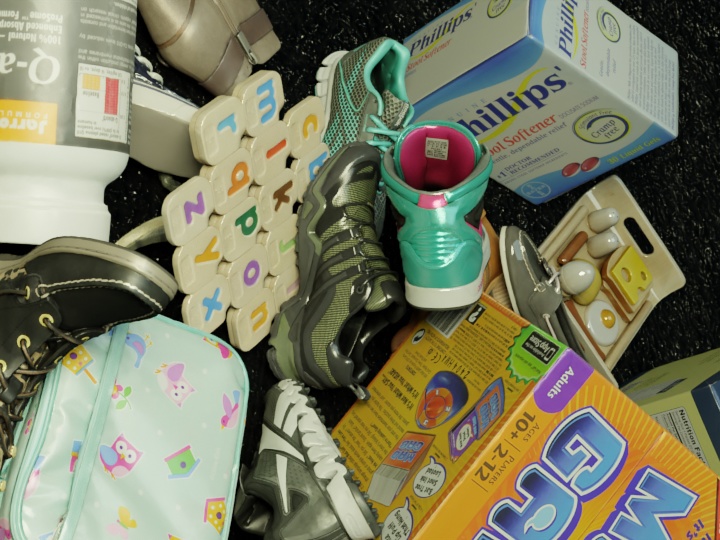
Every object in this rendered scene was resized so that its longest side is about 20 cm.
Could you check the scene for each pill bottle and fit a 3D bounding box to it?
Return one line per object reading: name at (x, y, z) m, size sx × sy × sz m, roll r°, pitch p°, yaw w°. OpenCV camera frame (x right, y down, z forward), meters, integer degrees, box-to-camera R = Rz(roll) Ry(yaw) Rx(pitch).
pill bottle at (-0.206, -0.117, 0.832) m, size 0.116 × 0.116 × 0.201 m, roll 3°, pitch 91°, yaw -41°

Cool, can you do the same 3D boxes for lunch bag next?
lunch bag at (-0.162, 0.124, 0.857) m, size 0.160 × 0.077 × 0.201 m, roll 27°, pitch 55°, yaw -31°

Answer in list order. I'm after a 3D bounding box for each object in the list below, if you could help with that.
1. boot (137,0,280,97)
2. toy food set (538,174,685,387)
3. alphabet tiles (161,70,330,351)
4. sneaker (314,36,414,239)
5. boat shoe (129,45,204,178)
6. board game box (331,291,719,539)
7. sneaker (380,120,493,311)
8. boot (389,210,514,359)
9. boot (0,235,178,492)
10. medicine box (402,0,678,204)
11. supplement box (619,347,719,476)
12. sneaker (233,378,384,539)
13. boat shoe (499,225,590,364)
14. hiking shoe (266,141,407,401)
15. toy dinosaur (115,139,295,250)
boot at (-0.119, -0.239, 1.066) m, size 0.146 × 0.070 × 0.200 m, roll 49°, pitch 48°, yaw -23°
toy food set at (0.251, 0.009, 1.284) m, size 0.144 × 0.060 × 0.200 m, roll 54°, pitch 47°, yaw -9°
alphabet tiles at (-0.080, -0.043, 0.964) m, size 0.196 × 0.015 × 0.201 m, roll -43°, pitch 136°, yaw -44°
sneaker at (0.005, -0.116, 1.098) m, size 0.077 × 0.091 × 0.201 m, roll 16°, pitch 63°, yaw -35°
boat shoe at (-0.175, -0.145, 0.949) m, size 0.199 × 0.075 × 0.093 m, roll 23°, pitch 55°, yaw -20°
board game box at (0.113, 0.160, 0.947) m, size 0.200 × 0.200 × 0.200 m, roll 39°, pitch 90°, yaw -22°
sneaker at (0.059, -0.058, 0.982) m, size 0.200 × 0.083 × 0.121 m, roll -84°, pitch 172°, yaw -71°
boot at (0.067, -0.008, 1.109) m, size 0.200 × 0.077 × 0.156 m, roll -21°, pitch 93°, yaw -50°
boot at (-0.206, 0.061, 0.772) m, size 0.073 × 0.199 × 0.151 m, roll 46°, pitch 51°, yaw -44°
medicine box at (0.165, -0.172, 1.199) m, size 0.200 × 0.182 × 0.103 m, roll 26°, pitch 56°, yaw -31°
supplement box at (0.313, 0.159, 1.178) m, size 0.200 × 0.199 × 0.135 m, roll -21°, pitch 87°, yaw -44°
sneaker at (-0.055, 0.142, 0.910) m, size 0.090 × 0.200 × 0.067 m, roll -29°, pitch 117°, yaw -5°
boat shoe at (0.175, 0.043, 1.158) m, size 0.067 × 0.057 × 0.201 m, roll -69°, pitch 145°, yaw -57°
hiking shoe at (0.000, 0.000, 1.001) m, size 0.076 × 0.100 × 0.201 m, roll 20°, pitch 83°, yaw -61°
toy dinosaur at (-0.117, -0.053, 0.998) m, size 0.199 × 0.047 × 0.089 m, roll -6°, pitch 83°, yaw -39°
